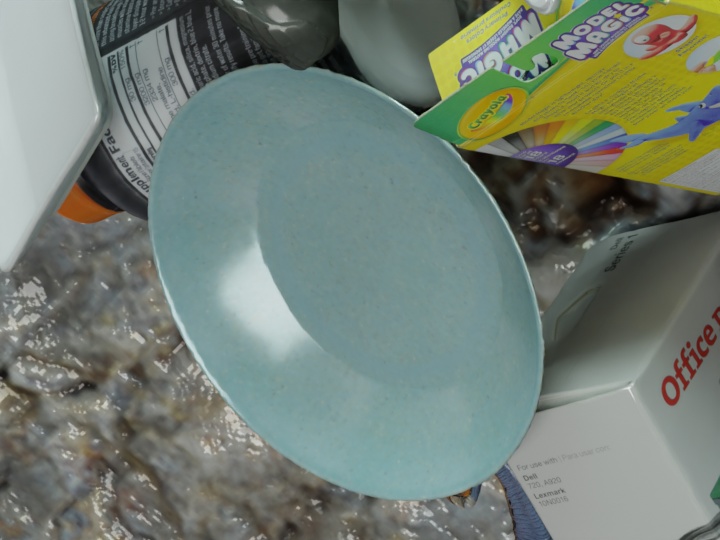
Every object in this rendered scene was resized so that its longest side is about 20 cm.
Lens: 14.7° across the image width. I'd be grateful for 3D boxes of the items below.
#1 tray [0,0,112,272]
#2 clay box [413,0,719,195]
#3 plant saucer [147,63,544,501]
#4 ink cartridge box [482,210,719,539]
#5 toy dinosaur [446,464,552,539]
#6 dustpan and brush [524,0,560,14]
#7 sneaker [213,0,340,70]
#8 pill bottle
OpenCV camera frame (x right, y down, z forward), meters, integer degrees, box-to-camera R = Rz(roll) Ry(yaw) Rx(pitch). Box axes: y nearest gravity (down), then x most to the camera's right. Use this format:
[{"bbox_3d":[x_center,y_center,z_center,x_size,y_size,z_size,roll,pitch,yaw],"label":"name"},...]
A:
[{"bbox_3d":[-0.146,-0.105,1.228,0.022,0.201,0.108,9,136,-31],"label":"tray"},{"bbox_3d":[0.118,-0.085,1.107,0.115,0.199,0.048,-33,62,36],"label":"clay box"},{"bbox_3d":[0.000,0.000,1.164,0.200,0.039,0.202,19,126,28],"label":"plant saucer"},{"bbox_3d":[0.156,0.095,1.224,0.084,0.146,0.201,-16,114,38],"label":"ink cartridge box"},{"bbox_3d":[0.092,0.162,1.342,0.182,0.105,0.200,49,142,13],"label":"toy dinosaur"},{"bbox_3d":[0.047,-0.167,1.084,0.200,0.057,0.140,59,139,35],"label":"dustpan and brush"},{"bbox_3d":[-0.037,-0.165,1.123,0.091,0.201,0.076,-33,138,16],"label":"sneaker"},{"bbox_3d":[-0.062,-0.086,1.231,0.199,0.106,0.107,-22,110,33],"label":"pill bottle"}]
